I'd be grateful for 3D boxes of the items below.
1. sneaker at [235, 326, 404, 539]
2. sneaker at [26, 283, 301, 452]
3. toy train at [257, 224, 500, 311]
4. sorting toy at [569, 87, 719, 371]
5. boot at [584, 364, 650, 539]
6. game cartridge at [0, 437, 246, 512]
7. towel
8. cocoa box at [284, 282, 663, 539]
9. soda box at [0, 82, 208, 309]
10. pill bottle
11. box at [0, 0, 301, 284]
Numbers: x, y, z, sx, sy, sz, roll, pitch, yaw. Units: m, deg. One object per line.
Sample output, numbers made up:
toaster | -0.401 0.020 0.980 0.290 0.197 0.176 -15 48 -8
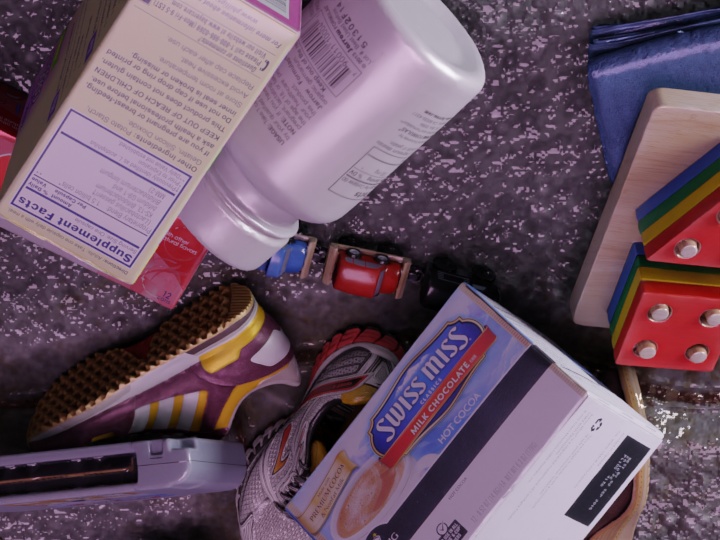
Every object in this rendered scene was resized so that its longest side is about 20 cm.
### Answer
sneaker | -0.034 0.135 1.560 0.077 0.082 0.201 20 119 -13
sneaker | -0.138 0.093 1.539 0.199 0.075 0.090 -28 117 17
toy train | 0.000 0.000 1.501 0.199 0.046 0.034 13 120 -8
sorting toy | 0.261 -0.012 1.449 0.198 0.070 0.200 6 134 -11
boot | 0.117 0.153 1.579 0.165 0.073 0.201 1 124 -4
game cartridge | -0.187 0.143 1.534 0.199 0.133 0.042 -7 77 16
towel | 0.248 -0.121 1.433 0.199 0.049 0.112 -11 123 4
cocoa box | 0.076 0.136 1.480 0.200 0.131 0.133 -52 145 5
soda box | -0.194 -0.055 1.456 0.199 0.064 0.070 26 117 -15
pill bottle | -0.027 -0.096 1.405 0.114 0.115 0.200 40 112 -22
box | -0.125 -0.128 1.348 0.096 0.176 0.200 29 116 -17
